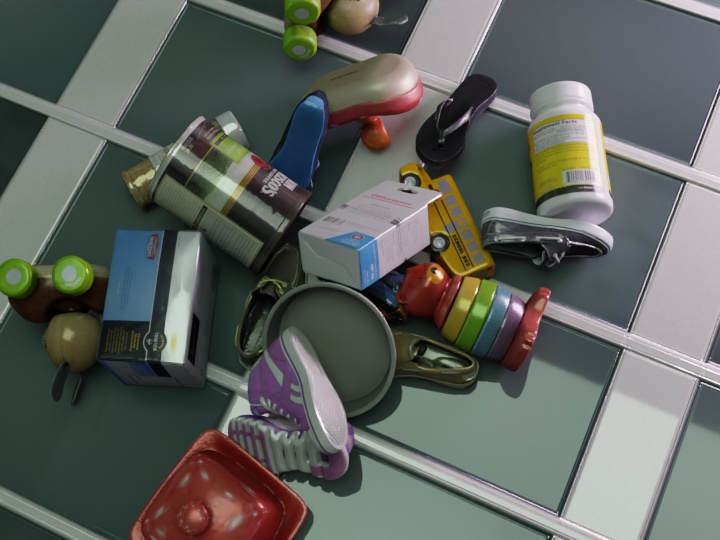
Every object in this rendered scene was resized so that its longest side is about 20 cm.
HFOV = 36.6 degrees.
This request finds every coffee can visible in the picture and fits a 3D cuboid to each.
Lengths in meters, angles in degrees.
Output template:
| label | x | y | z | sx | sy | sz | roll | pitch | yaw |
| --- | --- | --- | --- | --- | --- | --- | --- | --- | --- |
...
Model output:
| label | x | y | z | sx | sy | sz | roll | pitch | yaw |
| --- | --- | --- | --- | --- | --- | --- | --- | --- | --- |
| coffee can | -0.192 | -0.109 | 1.600 | 0.199 | 0.146 | 0.147 | 34 | 74 | -3 |

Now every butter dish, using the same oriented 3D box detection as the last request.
| label | x | y | z | sx | sy | sz | roll | pitch | yaw |
| --- | --- | --- | --- | --- | --- | --- | --- | --- | --- |
| butter dish | -0.206 | 0.333 | 1.452 | 0.199 | 0.148 | 0.201 | 35 | 82 | 17 |

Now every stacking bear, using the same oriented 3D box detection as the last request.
| label | x | y | z | sx | sy | sz | roll | pitch | yaw |
| --- | --- | --- | --- | --- | --- | --- | --- | --- | --- |
| stacking bear | 0.149 | 0.054 | 1.540 | 0.198 | 0.114 | 0.122 | 24 | 52 | 3 |

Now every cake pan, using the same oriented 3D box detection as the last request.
| label | x | y | z | sx | sy | sz | roll | pitch | yaw |
| --- | --- | --- | --- | --- | --- | --- | --- | --- | --- |
| cake pan | -0.041 | 0.109 | 1.537 | 0.198 | 0.037 | 0.203 | 5 | 106 | 17 |

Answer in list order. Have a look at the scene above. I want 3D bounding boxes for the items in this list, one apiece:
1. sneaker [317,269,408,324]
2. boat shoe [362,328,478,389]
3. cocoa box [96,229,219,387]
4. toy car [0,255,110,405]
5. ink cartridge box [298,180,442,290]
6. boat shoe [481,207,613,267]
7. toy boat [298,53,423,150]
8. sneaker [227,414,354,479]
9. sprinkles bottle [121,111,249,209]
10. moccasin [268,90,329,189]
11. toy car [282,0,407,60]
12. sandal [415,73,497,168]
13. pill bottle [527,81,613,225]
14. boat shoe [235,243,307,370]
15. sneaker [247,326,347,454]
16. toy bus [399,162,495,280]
| label | x | y | z | sx | sy | sz | roll | pitch | yaw |
| --- | --- | --- | --- | --- | --- | --- | --- | --- | --- |
| sneaker | 0.000 | 0.000 | 1.620 | 0.199 | 0.076 | 0.079 | 34 | 62 | 10 |
| boat shoe | 0.072 | 0.116 | 1.556 | 0.198 | 0.076 | 0.072 | 8 | 70 | 8 |
| cocoa box | -0.291 | 0.056 | 1.580 | 0.130 | 0.134 | 0.202 | 2 | 69 | 6 |
| toy car | -0.433 | 0.092 | 1.577 | 0.156 | 0.164 | 0.203 | -3 | 81 | 4 |
| ink cartridge box | 0.020 | -0.054 | 1.556 | 0.115 | 0.067 | 0.199 | 17 | 36 | 37 |
| boat shoe | 0.271 | -0.037 | 1.584 | 0.198 | 0.072 | 0.068 | 12 | 63 | -9 |
| toy boat | 0.010 | -0.246 | 1.684 | 0.198 | 0.131 | 0.131 | -12 | 29 | 33 |
| sneaker | -0.091 | 0.235 | 1.530 | 0.198 | 0.081 | 0.088 | 5 | 26 | 26 |
| sprinkles bottle | -0.273 | -0.172 | 1.703 | 0.199 | 0.068 | 0.069 | -31 | 69 | -7 |
| moccasin | -0.087 | -0.181 | 1.648 | 0.080 | 0.201 | 0.068 | 29 | 35 | -5 |
| toy car | -0.024 | -0.439 | 1.743 | 0.197 | 0.158 | 0.166 | 1 | 58 | -7 |
| sandal | 0.144 | -0.240 | 1.685 | 0.075 | 0.043 | 0.201 | 22 | 60 | 18 |
| pill bottle | 0.309 | -0.172 | 1.627 | 0.113 | 0.114 | 0.202 | -4 | 68 | 3 |
| boat shoe | -0.131 | 0.047 | 1.609 | 0.071 | 0.060 | 0.204 | 16 | 71 | 11 |
| sneaker | -0.091 | 0.186 | 1.474 | 0.114 | 0.072 | 0.201 | -41 | 47 | 16 |
| toy bus | 0.125 | -0.071 | 1.630 | 0.078 | 0.065 | 0.202 | -22 | 69 | -4 |
